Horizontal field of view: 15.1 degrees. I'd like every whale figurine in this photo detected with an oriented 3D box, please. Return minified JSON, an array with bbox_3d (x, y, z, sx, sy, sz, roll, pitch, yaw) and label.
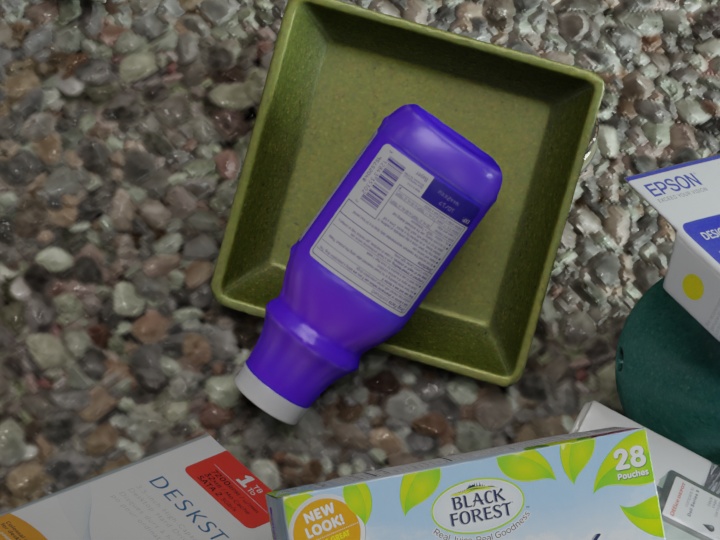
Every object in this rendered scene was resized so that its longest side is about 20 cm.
[{"bbox_3d":[0.206,0.065,1.591,0.104,0.200,0.159,6,102,-3],"label":"whale figurine"}]

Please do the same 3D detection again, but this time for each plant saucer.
[{"bbox_3d":[0.029,-0.051,1.673,0.199,0.048,0.200,16,98,3],"label":"plant saucer"}]

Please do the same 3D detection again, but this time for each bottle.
[{"bbox_3d":[0.000,0.000,1.624,0.083,0.065,0.200,34,99,-6],"label":"bottle"}]

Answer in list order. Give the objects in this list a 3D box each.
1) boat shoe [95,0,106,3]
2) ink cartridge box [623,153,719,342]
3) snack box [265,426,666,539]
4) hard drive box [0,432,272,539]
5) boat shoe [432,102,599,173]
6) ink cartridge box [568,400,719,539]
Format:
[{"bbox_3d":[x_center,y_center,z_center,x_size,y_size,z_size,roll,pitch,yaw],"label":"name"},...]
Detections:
[{"bbox_3d":[-0.181,-0.272,1.801,0.062,0.073,0.200,9,66,-6],"label":"boat shoe"},{"bbox_3d":[0.265,0.011,1.531,0.197,0.047,0.200,-13,49,-45],"label":"ink cartridge box"},{"bbox_3d":[0.063,0.180,1.429,0.200,0.068,0.169,-9,88,-12],"label":"snack box"},{"bbox_3d":[-0.113,0.188,1.493,0.156,0.077,0.200,39,35,26],"label":"hard drive box"},{"bbox_3d":[0.055,-0.104,1.732,0.199,0.073,0.075,1,61,-5],"label":"boat shoe"},{"bbox_3d":[0.190,0.176,1.552,0.200,0.146,0.084,27,65,10],"label":"ink cartridge box"}]
